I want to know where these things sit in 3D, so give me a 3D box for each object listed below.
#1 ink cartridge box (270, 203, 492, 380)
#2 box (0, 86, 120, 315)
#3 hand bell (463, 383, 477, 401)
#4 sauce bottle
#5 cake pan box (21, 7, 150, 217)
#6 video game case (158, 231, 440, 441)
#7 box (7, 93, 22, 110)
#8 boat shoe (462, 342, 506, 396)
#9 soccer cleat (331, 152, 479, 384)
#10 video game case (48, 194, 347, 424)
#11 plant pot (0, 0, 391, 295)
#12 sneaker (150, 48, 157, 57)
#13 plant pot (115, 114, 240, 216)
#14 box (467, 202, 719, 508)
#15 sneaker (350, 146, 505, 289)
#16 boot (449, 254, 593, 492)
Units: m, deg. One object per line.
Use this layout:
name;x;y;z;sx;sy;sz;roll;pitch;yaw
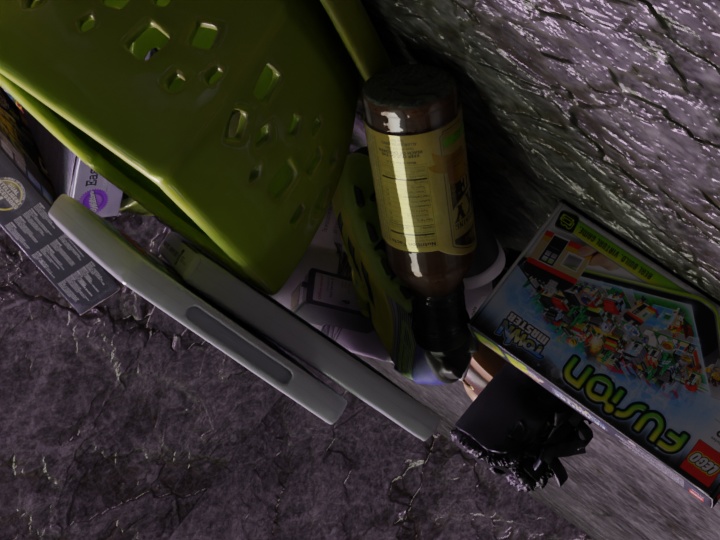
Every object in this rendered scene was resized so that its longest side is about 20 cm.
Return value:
ink cartridge box;0.000;0.000;1.208;0.199;0.084;0.146;15;-158;-2
box;-0.286;-0.078;1.254;0.200;0.049;0.161;55;-175;-35
hand bell;0.124;0.039;1.397;0.104;0.104;0.200;33;160;36
sauce bottle;0.043;-0.037;0.985;0.065;0.065;0.200;32;142;43
cake pan box;-0.229;-0.168;1.212;0.052;0.200;0.184;-2;-140;-26
video game case;-0.049;0.042;1.052;0.200;0.023;0.182;35;177;-14
box;-0.229;-0.168;1.429;0.137;0.200;0.038;29;125;52
boat shoe;0.071;0.033;1.330;0.200;0.070;0.070;55;154;3
soccer cleat;0.016;0.005;1.082;0.084;0.065;0.200;1;130;41
video game case;-0.116;0.023;1.024;0.182;0.024;0.200;37;177;-28
plant pot;-0.100;-0.131;0.958;0.200;0.182;0.199;35;172;26
sneaker;-0.099;-0.181;1.152;0.200;0.076;0.088;32;158;14
plant pot;-0.124;-0.107;1.320;0.190;0.200;0.200;29;180;-41
box;0.184;0.054;0.995;0.200;0.110;0.035;35;172;20
sneaker;0.038;-0.074;1.143;0.200;0.071;0.099;46;163;49
boot;0.132;0.084;1.231;0.073;0.163;0.198;40;174;-34
